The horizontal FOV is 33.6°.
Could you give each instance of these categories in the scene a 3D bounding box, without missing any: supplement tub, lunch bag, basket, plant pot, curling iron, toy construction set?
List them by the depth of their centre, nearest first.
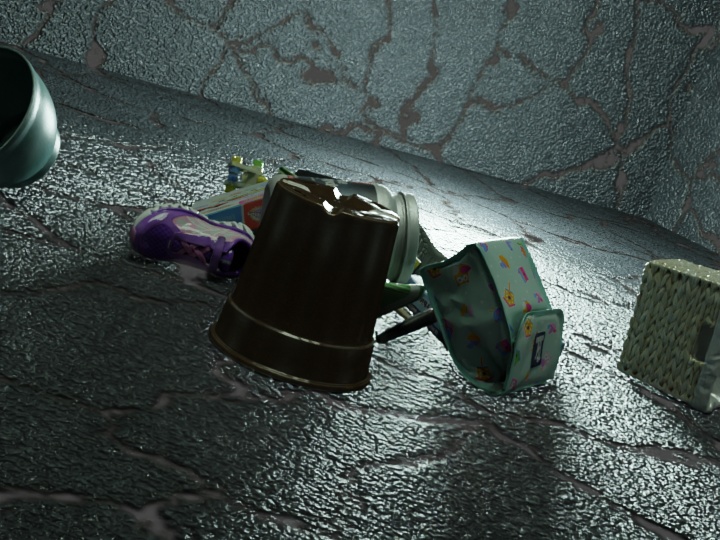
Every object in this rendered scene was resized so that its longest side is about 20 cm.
[{"bbox_3d":[-0.052,0.009,1.384,0.199,0.200,0.200,18,12,-4],"label":"plant pot"},{"bbox_3d":[0.186,0.065,1.584,0.170,0.122,0.201,-5,70,-60],"label":"lunch bag"},{"bbox_3d":[-0.032,-0.051,1.600,0.198,0.141,0.140,4,15,-12],"label":"supplement tub"},{"bbox_3d":[0.088,0.056,1.640,0.200,0.026,0.050,-31,79,-39],"label":"curling iron"},{"bbox_3d":[-0.515,-0.200,1.711,0.199,0.201,0.134,25,-13,30],"label":"plant pot"},{"bbox_3d":[0.521,0.094,1.862,0.160,0.200,0.200,20,12,30],"label":"basket"},{"bbox_3d":[-0.145,-0.136,2.140,0.199,0.093,0.131,27,-12,3],"label":"toy construction set"}]

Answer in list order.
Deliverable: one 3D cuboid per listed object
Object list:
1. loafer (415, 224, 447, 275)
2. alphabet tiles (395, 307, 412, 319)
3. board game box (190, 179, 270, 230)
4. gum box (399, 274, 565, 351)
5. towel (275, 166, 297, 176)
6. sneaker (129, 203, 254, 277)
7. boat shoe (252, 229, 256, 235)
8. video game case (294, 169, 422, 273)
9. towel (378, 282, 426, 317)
[{"bbox_3d":[0.085,-0.020,1.929,0.200,0.075,0.070,47,-24,-7],"label":"loafer"},{"bbox_3d":[0.000,0.000,1.762,0.200,0.008,0.167,41,7,-15],"label":"alphabet tiles"},{"bbox_3d":[-0.190,-0.090,1.815,0.152,0.041,0.200,-16,12,5],"label":"board game box"},{"bbox_3d":[0.176,0.072,1.763,0.199,0.045,0.170,10,22,-32],"label":"gum box"},{"bbox_3d":[-0.040,-0.069,1.805,0.200,0.031,0.149,37,-10,39],"label":"towel"},{"bbox_3d":[-0.216,-0.033,1.630,0.199,0.081,0.088,10,22,-37],"label":"sneaker"},{"bbox_3d":[-0.110,-0.068,1.960,0.199,0.062,0.073,13,13,-22],"label":"boat shoe"},{"bbox_3d":[-0.009,-0.077,1.813,0.181,0.026,0.200,45,-8,-22],"label":"video game case"},{"bbox_3d":[-0.031,0.028,1.582,0.199,0.024,0.152,11,-18,-27],"label":"towel"}]
